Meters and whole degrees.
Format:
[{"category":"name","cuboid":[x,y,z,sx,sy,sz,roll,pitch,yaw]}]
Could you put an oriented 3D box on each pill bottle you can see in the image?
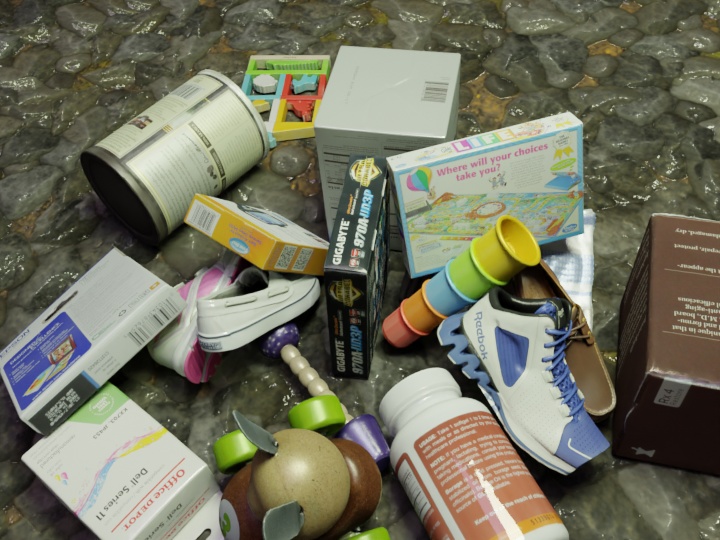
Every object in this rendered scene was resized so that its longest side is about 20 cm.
[{"category":"pill bottle","cuboid":[0.098,0.196,0.724,0.112,0.112,0.200,-22,54,-12]}]

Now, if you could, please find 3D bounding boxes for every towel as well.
[{"category":"towel","cuboid":[0.197,0.012,0.860,0.147,0.024,0.200,9,71,-6]}]

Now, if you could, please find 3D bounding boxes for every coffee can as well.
[{"category":"coffee can","cuboid":[-0.240,-0.150,1.003,0.146,0.146,0.200,33,61,26]}]

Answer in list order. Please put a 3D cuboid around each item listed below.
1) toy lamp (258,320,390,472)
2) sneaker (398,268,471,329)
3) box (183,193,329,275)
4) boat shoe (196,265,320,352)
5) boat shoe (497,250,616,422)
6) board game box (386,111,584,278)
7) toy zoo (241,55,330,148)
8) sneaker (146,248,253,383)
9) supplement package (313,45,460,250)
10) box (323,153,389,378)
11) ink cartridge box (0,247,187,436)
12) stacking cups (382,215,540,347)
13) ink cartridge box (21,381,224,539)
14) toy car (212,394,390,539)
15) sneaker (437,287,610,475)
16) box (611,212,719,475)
[{"category":"toy lamp","cuboid":[-0.038,0.138,0.819,0.058,0.058,0.200,-30,53,-17]},{"category":"sneaker","cuboid":[0.114,-0.019,0.916,0.099,0.071,0.200,24,62,16]},{"category":"box","cuboid":[-0.103,-0.037,0.904,0.119,0.200,0.042,30,97,22]},{"category":"boat shoe","cuboid":[-0.109,0.025,0.855,0.073,0.065,0.200,1,19,25]},{"category":"boat shoe","cuboid":[0.204,0.067,0.796,0.072,0.068,0.200,-26,78,-13]},{"category":"board game box","cuboid":[0.136,-0.078,0.807,0.200,0.135,0.034,-14,34,-4]},{"category":"toy zoo","cuboid":[-0.120,-0.258,1.157,0.131,0.020,0.200,1,52,6]},{"category":"sneaker","cuboid":[-0.186,0.035,0.895,0.088,0.081,0.200,10,47,20]},{"category":"supplement package","cuboid":[0.039,-0.146,0.940,0.150,0.200,0.152,7,53,10]},{"category":"box","cuboid":[0.000,0.000,0.830,0.046,0.200,0.159,7,53,7]},{"category":"ink cartridge box","cuboid":[-0.312,0.071,0.863,0.198,0.047,0.200,-46,30,-15]},{"category":"stacking cups","cuboid":[0.102,0.022,0.812,0.060,0.200,0.061,24,45,-25]},{"category":"ink cartridge box","cuboid":[-0.226,0.216,0.765,0.200,0.067,0.117,31,60,26]},{"category":"toy car","cuboid":[-0.069,0.193,0.657,0.158,0.200,0.164,-24,67,2]},{"category":"sneaker","cuboid":[0.174,0.091,0.738,0.199,0.115,0.081,48,33,16]},{"category":"box","cuboid":[0.354,0.076,0.760,0.164,0.166,0.200,9,54,11]}]
